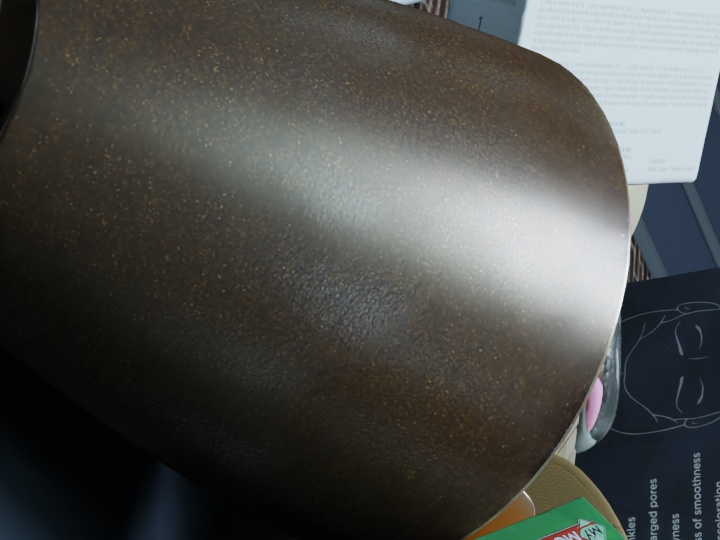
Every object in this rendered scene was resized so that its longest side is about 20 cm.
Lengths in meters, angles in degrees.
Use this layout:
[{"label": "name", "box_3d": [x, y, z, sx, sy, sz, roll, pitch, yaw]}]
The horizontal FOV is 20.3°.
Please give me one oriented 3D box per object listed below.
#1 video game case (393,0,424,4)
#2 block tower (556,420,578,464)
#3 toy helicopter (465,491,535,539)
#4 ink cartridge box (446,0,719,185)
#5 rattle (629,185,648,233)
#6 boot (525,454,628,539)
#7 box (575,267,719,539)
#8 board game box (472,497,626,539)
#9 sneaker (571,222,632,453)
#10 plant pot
[{"label": "video game case", "box_3d": [0.011, -0.191, 0.763, 0.199, 0.022, 0.184, -18, 117, -43]}, {"label": "block tower", "box_3d": [0.061, 0.090, 0.872, 0.058, 0.054, 0.202, -42, 139, -62]}, {"label": "toy helicopter", "box_3d": [0.023, 0.068, 0.726, 0.078, 0.200, 0.133, 15, 43, -18]}, {"label": "ink cartridge box", "box_3d": [0.103, -0.136, 0.847, 0.162, 0.050, 0.202, -5, 107, -50]}, {"label": "rattle", "box_3d": [0.069, -0.019, 1.045, 0.142, 0.130, 0.202, -4, 112, -57]}, {"label": "boot", "box_3d": [0.079, 0.190, 0.806, 0.156, 0.072, 0.201, 92, -15, -50]}, {"label": "box", "box_3d": [0.194, 0.113, 1.122, 0.124, 0.195, 0.201, 54, 34, -50]}, {"label": "board game box", "box_3d": [-0.008, 0.152, 0.641, 0.199, 0.029, 0.135, -13, 136, -45]}, {"label": "sneaker", "box_3d": [0.100, -0.009, 0.944, 0.095, 0.079, 0.202, 16, 58, -42]}, {"label": "plant pot", "box_3d": [-0.049, -0.022, 0.634, 0.199, 0.186, 0.188, 24, 57, -38]}]
